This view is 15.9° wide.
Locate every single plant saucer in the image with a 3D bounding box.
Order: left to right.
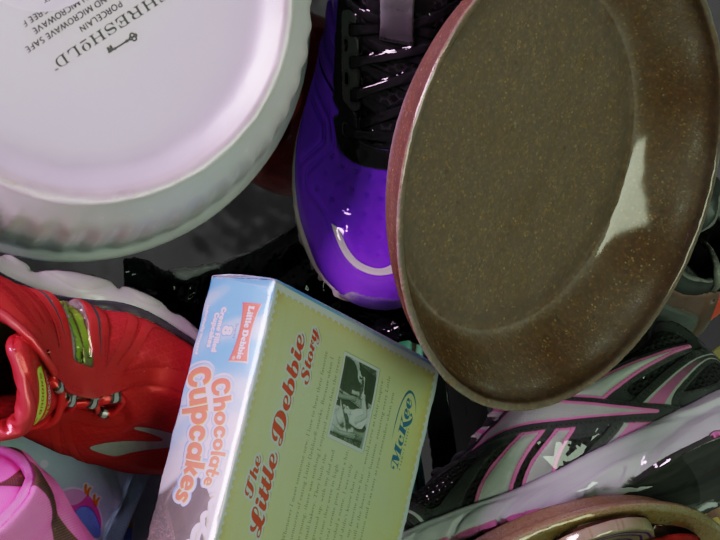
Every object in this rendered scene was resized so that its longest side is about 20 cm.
[{"bbox_3d":[0.073,-0.044,1.040,0.200,0.037,0.201,-20,119,-41],"label":"plant saucer"}]

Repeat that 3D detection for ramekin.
[{"bbox_3d":[-0.112,-0.102,1.014,0.199,0.105,0.201,0,91,-10],"label":"ramekin"}]

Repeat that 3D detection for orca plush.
[{"bbox_3d":[0.000,0.000,1.084,0.199,0.071,0.106,-2,118,-11],"label":"orca plush"}]

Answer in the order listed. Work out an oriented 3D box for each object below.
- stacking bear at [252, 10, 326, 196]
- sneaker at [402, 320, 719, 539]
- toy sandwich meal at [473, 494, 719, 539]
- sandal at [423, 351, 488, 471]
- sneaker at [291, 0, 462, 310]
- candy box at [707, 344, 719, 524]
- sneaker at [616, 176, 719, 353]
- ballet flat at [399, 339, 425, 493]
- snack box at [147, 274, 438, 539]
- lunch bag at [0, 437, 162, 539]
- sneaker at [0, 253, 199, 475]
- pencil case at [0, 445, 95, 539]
[{"bbox_3d":[0.030,-0.091,1.145,0.199,0.121,0.114,-17,98,-18],"label":"stacking bear"},{"bbox_3d":[0.080,0.087,1.151,0.199,0.086,0.080,-20,144,-9],"label":"sneaker"},{"bbox_3d":[0.085,0.181,1.134,0.204,0.070,0.206,-17,143,-13],"label":"toy sandwich meal"},{"bbox_3d":[0.066,0.129,1.218,0.075,0.045,0.201,-42,126,-69],"label":"sandal"},{"bbox_3d":[0.012,-0.088,1.037,0.069,0.100,0.201,6,77,-1],"label":"sneaker"},{"bbox_3d":[0.181,0.099,1.260,0.200,0.055,0.116,-33,139,-30],"label":"candy box"},{"bbox_3d":[0.147,0.011,1.197,0.200,0.082,0.077,60,37,-63],"label":"sneaker"},{"bbox_3d":[-0.004,0.072,1.175,0.070,0.067,0.201,-8,101,-16],"label":"ballet flat"},{"bbox_3d":[-0.034,0.114,1.008,0.116,0.037,0.201,30,69,-49],"label":"snack box"},{"bbox_3d":[-0.150,0.104,1.080,0.160,0.077,0.201,26,84,-32],"label":"lunch bag"},{"bbox_3d":[-0.128,0.041,0.977,0.200,0.085,0.077,25,110,-30],"label":"sneaker"},{"bbox_3d":[-0.121,0.162,1.013,0.093,0.091,0.200,-25,117,10],"label":"pencil case"}]
